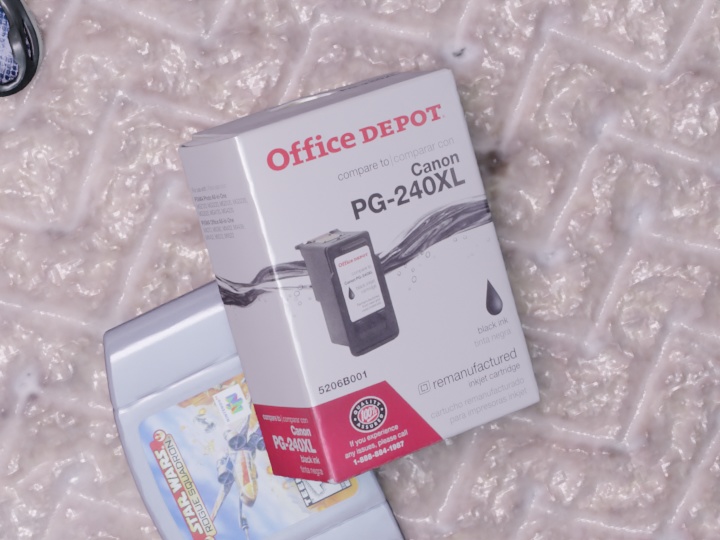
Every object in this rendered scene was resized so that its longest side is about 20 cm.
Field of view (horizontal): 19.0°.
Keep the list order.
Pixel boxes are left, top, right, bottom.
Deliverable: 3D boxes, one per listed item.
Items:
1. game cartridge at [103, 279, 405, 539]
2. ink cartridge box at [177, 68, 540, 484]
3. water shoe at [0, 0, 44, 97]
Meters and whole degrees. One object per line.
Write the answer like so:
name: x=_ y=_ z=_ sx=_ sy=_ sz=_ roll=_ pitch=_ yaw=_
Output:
game cartridge: x=-0.067 y=0.108 z=1.266 sx=0.132 sy=0.042 sz=0.201 roll=-26 pitch=99 yaw=-7
ink cartridge box: x=0.000 y=0.000 z=1.213 sx=0.144 sy=0.083 sz=0.202 roll=-19 pitch=98 yaw=-25
water shoe: x=-0.246 y=-0.183 z=1.186 sx=0.071 sy=0.079 sz=0.200 roll=-42 pitch=99 yaw=0
